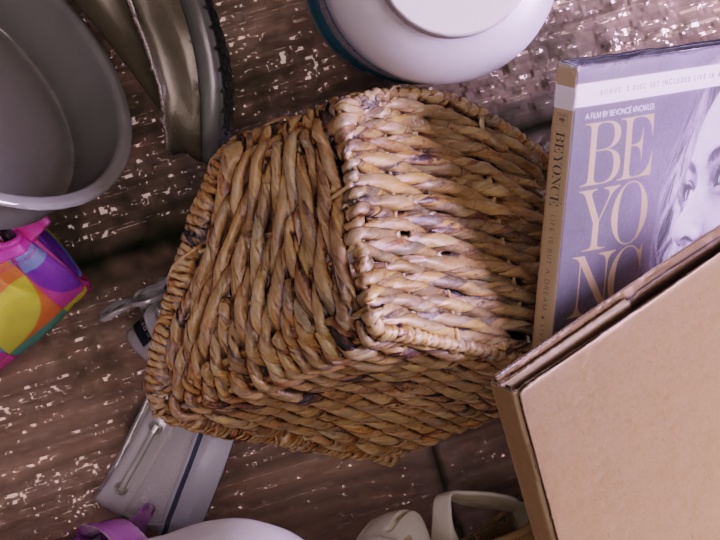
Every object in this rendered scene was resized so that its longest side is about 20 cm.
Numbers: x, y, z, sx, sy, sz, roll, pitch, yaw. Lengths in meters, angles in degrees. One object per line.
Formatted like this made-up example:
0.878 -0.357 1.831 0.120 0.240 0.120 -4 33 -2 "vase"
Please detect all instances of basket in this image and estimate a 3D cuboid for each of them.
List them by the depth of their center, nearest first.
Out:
0.000 0.000 1.217 0.149 0.200 0.143 -23 67 35 "basket"

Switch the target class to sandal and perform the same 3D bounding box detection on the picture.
-0.100 0.142 1.244 0.082 0.202 0.050 46 48 -39 "sandal"

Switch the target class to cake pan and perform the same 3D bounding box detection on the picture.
-0.201 -0.096 1.196 0.200 0.200 0.037 39 121 -7 "cake pan"

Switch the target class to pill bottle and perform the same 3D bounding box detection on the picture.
0.033 -0.143 1.198 0.111 0.200 0.111 0 94 -6 "pill bottle"

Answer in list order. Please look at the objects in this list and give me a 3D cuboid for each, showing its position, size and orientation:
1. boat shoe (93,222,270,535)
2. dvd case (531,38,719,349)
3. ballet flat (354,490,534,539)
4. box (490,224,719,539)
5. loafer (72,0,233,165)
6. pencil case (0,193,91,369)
-0.089 0.031 1.270 0.086 0.075 0.202 20 102 -3 "boat shoe"
0.137 -0.007 1.206 0.149 0.016 0.200 -12 111 -45 "dvd case"
0.033 0.143 1.251 0.200 0.069 0.063 -4 82 -48 "ballet flat"
0.147 0.092 1.181 0.163 0.021 0.200 -33 124 -25 "box"
-0.114 -0.144 1.255 0.070 0.075 0.200 -17 86 2 "loafer"
-0.226 0.038 1.247 0.200 0.088 0.088 -43 96 0 "pencil case"
